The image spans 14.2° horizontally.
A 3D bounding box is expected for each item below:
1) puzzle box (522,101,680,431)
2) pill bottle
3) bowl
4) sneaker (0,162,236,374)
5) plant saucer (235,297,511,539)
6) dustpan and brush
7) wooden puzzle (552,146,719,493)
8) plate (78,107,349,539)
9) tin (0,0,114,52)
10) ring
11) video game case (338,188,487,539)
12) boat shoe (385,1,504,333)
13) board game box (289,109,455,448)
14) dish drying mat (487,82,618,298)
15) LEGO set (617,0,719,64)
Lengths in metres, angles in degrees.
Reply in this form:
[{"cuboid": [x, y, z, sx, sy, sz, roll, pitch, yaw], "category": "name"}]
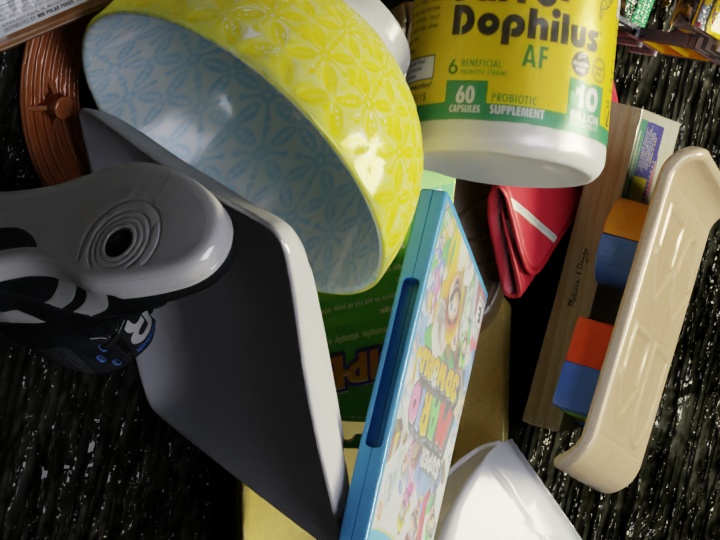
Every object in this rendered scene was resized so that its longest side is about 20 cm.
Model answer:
[{"cuboid": [0.149, -0.002, 1.768, 0.133, 0.025, 0.201, 5, 100, -74], "category": "puzzle box"}, {"cuboid": [0.085, -0.152, 1.556, 0.113, 0.113, 0.201, 13, 80, -41], "category": "pill bottle"}, {"cuboid": [-0.036, -0.094, 1.505, 0.108, 0.200, 0.200, -50, 128, -25], "category": "bowl"}, {"cuboid": [-0.120, 0.004, 1.488, 0.112, 0.200, 0.073, 45, 57, -42], "category": "sneaker"}, {"cuboid": [-0.002, 0.120, 1.707, 0.200, 0.048, 0.201, -11, 108, -37], "category": "plant saucer"}, {"cuboid": [0.046, 0.212, 1.714, 0.200, 0.057, 0.140, -47, 116, -27], "category": "dustpan and brush"}, {"cuboid": [0.161, 0.030, 1.722, 0.185, 0.046, 0.201, 35, 76, -73], "category": "wooden puzzle"}, {"cuboid": [-0.069, 0.025, 1.512, 0.032, 0.200, 0.200, -28, 125, -25], "category": "plate"}, {"cuboid": [-0.169, -0.179, 1.483, 0.200, 0.042, 0.112, -27, 102, -31], "category": "tin"}, {"cuboid": [-0.098, -0.105, 1.586, 0.200, 0.019, 0.201, -12, 109, -37], "category": "ring"}, {"cuboid": [0.031, 0.076, 1.554, 0.143, 0.018, 0.201, 65, 36, -64], "category": "video game case"}, {"cuboid": [0.034, -0.058, 1.665, 0.073, 0.065, 0.201, -19, 105, -29], "category": "boat shoe"}, {"cuboid": [0.000, 0.000, 1.611, 0.095, 0.030, 0.201, 3, 96, -17], "category": "board game box"}, {"cuboid": [0.118, -0.063, 1.713, 0.200, 0.018, 0.077, -53, 134, -53], "category": "dish drying mat"}, {"cuboid": [0.192, -0.213, 1.724, 0.154, 0.116, 0.200, 36, 77, -39], "category": "LEGO set"}]
